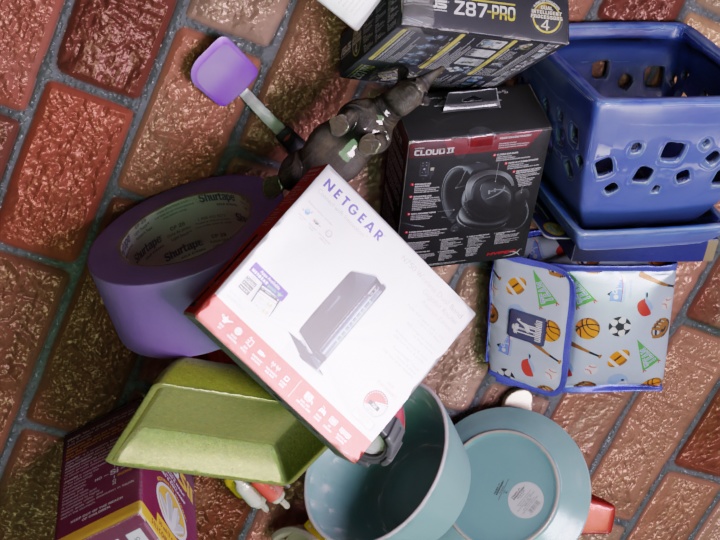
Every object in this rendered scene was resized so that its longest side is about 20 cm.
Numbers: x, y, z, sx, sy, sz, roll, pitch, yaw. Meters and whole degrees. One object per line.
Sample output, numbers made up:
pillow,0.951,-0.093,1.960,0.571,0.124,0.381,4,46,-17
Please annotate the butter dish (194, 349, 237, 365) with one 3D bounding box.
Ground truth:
butter dish,-0.073,0.101,1.305,0.199,0.148,0.200,-19,119,-5

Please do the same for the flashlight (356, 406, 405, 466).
flashlight,0.042,0.123,1.323,0.068,0.200,0.068,39,131,-3

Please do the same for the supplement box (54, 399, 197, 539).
supplement box,-0.244,0.256,1.304,0.103,0.200,0.131,-26,120,4

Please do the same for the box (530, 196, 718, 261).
box,0.269,-0.051,1.334,0.199,0.121,0.033,1,120,-15

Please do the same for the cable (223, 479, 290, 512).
cable,-0.150,0.210,1.371,0.200,0.097,0.051,42,59,-36

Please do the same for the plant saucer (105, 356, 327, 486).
plant saucer,-0.128,0.143,1.197,0.199,0.048,0.200,11,147,-21

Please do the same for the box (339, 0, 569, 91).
box,0.082,-0.215,1.162,0.160,0.200,0.049,2,85,-16

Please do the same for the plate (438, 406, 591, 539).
plate,0.161,0.250,1.400,0.200,0.201,0.026,-34,152,3

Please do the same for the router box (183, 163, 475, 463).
router box,-0.026,0.038,1.102,0.200,0.049,0.180,44,77,-16

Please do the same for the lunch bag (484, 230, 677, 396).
lunch bag,0.241,0.046,1.381,0.199,0.124,0.171,1,116,0

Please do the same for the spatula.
spatula,-0.092,-0.152,1.245,0.056,0.021,0.200,-42,119,6

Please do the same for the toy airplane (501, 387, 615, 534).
toy airplane,0.179,0.271,1.480,0.200,0.141,0.200,-39,81,16

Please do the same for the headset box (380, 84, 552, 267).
headset box,0.103,-0.100,1.259,0.148,0.077,0.201,-8,136,-11

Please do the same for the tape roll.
tape roll,-0.156,-0.008,1.197,0.199,0.200,0.085,-20,120,-4

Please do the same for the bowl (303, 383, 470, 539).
bowl,0.045,0.232,1.382,0.201,0.201,0.105,-44,128,9

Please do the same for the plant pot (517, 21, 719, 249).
plant pot,0.274,-0.134,1.257,0.199,0.200,0.181,-5,123,-15

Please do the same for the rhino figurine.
rhino figurine,-0.001,-0.130,1.155,0.200,0.087,0.060,-39,94,14

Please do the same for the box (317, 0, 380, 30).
box,-0.062,-0.328,1.089,0.200,0.152,0.106,34,104,-26

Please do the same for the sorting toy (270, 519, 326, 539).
sorting toy,0.025,0.347,1.441,0.179,0.200,0.107,-8,142,-36
